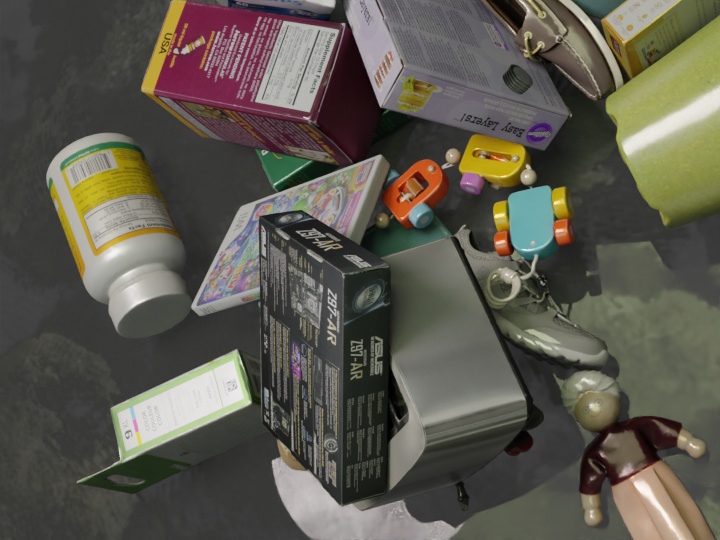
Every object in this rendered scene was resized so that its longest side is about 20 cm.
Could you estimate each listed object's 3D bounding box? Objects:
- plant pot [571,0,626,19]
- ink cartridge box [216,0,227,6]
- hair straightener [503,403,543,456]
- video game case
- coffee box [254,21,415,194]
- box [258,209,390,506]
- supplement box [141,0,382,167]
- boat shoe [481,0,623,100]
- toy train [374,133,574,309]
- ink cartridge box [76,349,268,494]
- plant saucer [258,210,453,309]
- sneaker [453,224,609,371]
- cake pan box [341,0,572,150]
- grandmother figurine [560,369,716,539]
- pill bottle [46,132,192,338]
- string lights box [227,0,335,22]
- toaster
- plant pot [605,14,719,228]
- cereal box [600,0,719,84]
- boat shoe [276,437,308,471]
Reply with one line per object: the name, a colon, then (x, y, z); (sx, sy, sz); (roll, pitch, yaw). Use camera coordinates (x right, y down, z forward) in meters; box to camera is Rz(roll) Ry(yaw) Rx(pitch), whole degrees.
plant pot: (0.240, -0.310, 1.011); (0.199, 0.199, 0.136); (29, 118, 25)
ink cartridge box: (-0.078, -0.385, 1.195); (0.198, 0.084, 0.146); (-9, 72, 19)
hair straightener: (0.101, 0.074, 1.008); (0.041, 0.077, 0.200); (-16, 52, -30)
video game case: (-0.069, -0.033, 1.057); (0.199, 0.018, 0.144); (-17, 40, 38)
coffee box: (-0.026, -0.179, 1.139); (0.199, 0.044, 0.124); (-33, 65, 9)
box: (-0.034, 0.068, 0.903); (0.160, 0.043, 0.202); (31, 126, 56)
supplement box: (-0.092, -0.183, 1.068); (0.198, 0.131, 0.104); (14, 80, 24)
boat shoe: (0.163, -0.230, 1.002); (0.059, 0.072, 0.201); (-34, 79, -8)
toy train: (0.112, -0.051, 1.008); (0.150, 0.056, 0.200); (-46, 54, 3)
ink cartridge box: (-0.175, 0.151, 1.068); (0.199, 0.104, 0.060); (-26, 67, 13)
plant saucer: (0.000, 0.000, 1.048); (0.199, 0.019, 0.070); (-34, 71, -15)
sneaker: (0.145, 0.023, 0.996); (0.199, 0.075, 0.082); (32, 89, 26)
cake pan box: (0.082, -0.209, 1.008); (0.052, 0.183, 0.201); (-55, 38, 35)
grandmother figurine: (0.239, 0.173, 0.929); (0.121, 0.061, 0.201); (-30, 69, 1)
pill bottle: (-0.250, -0.035, 1.146); (0.112, 0.113, 0.201); (-32, 66, 10)
string lights box: (-0.079, -0.275, 1.079); (0.102, 0.200, 0.060); (8, 90, -7)
toaster: (0.046, 0.101, 0.938); (0.118, 0.181, 0.202); (-12, 66, -27)
plant pot: (0.319, -0.133, 0.927); (0.183, 0.200, 0.202); (-27, 67, 25)
cereal box: (0.315, -0.242, 0.971); (0.199, 0.144, 0.040); (-37, 64, 7)
boat shoe: (-0.046, 0.097, 1.056); (0.071, 0.065, 0.202); (5, 71, -7)
